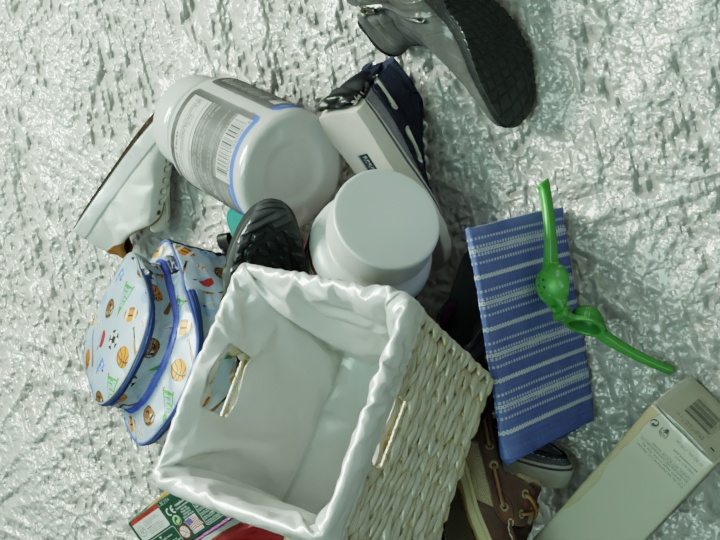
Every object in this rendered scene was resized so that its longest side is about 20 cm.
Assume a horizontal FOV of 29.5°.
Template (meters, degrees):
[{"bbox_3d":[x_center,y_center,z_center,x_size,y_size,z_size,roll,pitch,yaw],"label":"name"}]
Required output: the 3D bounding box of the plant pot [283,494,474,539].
[{"bbox_3d":[0.015,0.231,1.290,0.198,0.199,0.137,-19,70,34],"label":"plant pot"}]

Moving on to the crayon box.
[{"bbox_3d":[-0.110,0.192,1.352,0.199,0.172,0.059,-37,89,35],"label":"crayon box"}]

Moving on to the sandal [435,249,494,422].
[{"bbox_3d":[0.091,0.049,1.197,0.074,0.203,0.048,0,143,23],"label":"sandal"}]

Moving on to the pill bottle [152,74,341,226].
[{"bbox_3d":[-0.115,-0.120,1.306,0.199,0.112,0.116,30,117,51],"label":"pill bottle"}]

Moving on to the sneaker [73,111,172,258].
[{"bbox_3d":[-0.219,-0.098,1.450,0.084,0.073,0.201,34,114,-12],"label":"sneaker"}]

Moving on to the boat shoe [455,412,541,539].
[{"bbox_3d":[0.122,0.196,1.165,0.071,0.072,0.202,-22,67,1],"label":"boat shoe"}]

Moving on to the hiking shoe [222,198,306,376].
[{"bbox_3d":[-0.097,0.007,1.240,0.101,0.075,0.202,-113,25,-47],"label":"hiking shoe"}]

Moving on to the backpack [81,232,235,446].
[{"bbox_3d":[-0.186,0.083,1.376,0.191,0.152,0.202,54,127,43],"label":"backpack"}]

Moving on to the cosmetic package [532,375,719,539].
[{"bbox_3d":[0.234,0.194,1.177,0.073,0.103,0.201,45,118,16],"label":"cosmetic package"}]

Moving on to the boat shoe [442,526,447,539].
[{"bbox_3d":[0.041,0.187,1.163,0.071,0.072,0.202,-38,59,25],"label":"boat shoe"}]

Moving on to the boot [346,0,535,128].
[{"bbox_3d":[0.068,-0.212,1.230,0.131,0.070,0.202,-10,114,56],"label":"boot"}]

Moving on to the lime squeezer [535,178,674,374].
[{"bbox_3d":[0.190,0.024,1.175,0.038,0.070,0.201,-35,90,46],"label":"lime squeezer"}]

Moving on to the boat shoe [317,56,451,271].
[{"bbox_3d":[0.043,-0.102,1.266,0.074,0.093,0.201,-3,128,42],"label":"boat shoe"}]

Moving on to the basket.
[{"bbox_3d":[-0.023,0.123,1.100,0.198,0.160,0.201,9,72,42],"label":"basket"}]

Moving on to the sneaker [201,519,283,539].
[{"bbox_3d":[-0.082,0.288,1.419,0.199,0.078,0.117,-36,78,34],"label":"sneaker"}]

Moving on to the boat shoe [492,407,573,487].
[{"bbox_3d":[0.111,0.122,1.253,0.198,0.075,0.094,21,98,17],"label":"boat shoe"}]

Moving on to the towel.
[{"bbox_3d":[0.147,0.053,1.183,0.024,0.144,0.203,-6,96,41],"label":"towel"}]

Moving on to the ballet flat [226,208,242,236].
[{"bbox_3d":[-0.074,0.017,1.363,0.067,0.068,0.203,-13,93,35],"label":"ballet flat"}]

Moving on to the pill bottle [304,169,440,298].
[{"bbox_3d":[0.000,0.000,1.236,0.115,0.113,0.201,52,153,13],"label":"pill bottle"}]
